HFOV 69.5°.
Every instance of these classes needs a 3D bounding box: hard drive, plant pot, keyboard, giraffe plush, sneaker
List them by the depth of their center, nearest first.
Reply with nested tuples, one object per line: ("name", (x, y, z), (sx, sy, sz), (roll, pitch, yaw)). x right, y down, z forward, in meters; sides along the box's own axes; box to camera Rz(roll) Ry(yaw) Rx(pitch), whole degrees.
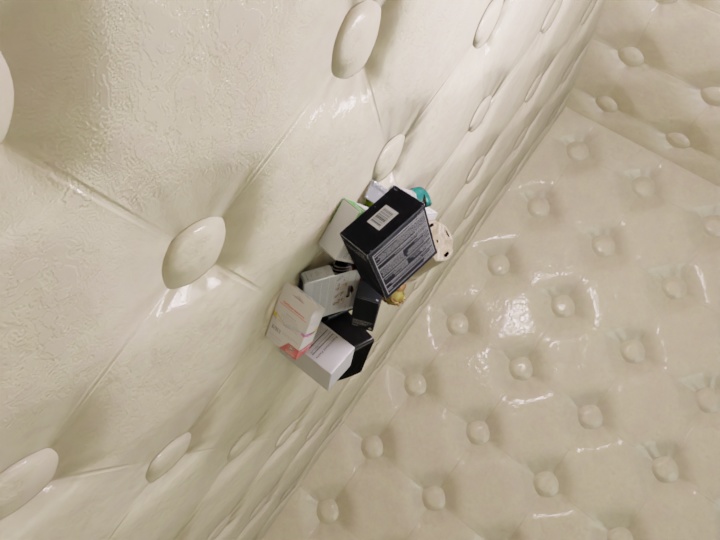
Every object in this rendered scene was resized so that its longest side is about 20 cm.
("keyboard", (0.098, -0.188, 1.490), (0.199, 0.011, 0.057), (27, 88, -30))
("sneaker", (-0.051, 0.023, 1.610), (0.116, 0.075, 0.200), (-54, 161, 0))
("hard drive", (-0.048, 0.119, 1.675), (0.199, 0.033, 0.139), (-21, 175, -28))
("plant pot", (0.195, -0.072, 1.691), (0.183, 0.201, 0.200), (-22, -164, 51))
("plant pot", (-0.101, 0.263, 1.753), (0.177, 0.200, 0.200), (-28, 150, -37))
("sneaker", (0.187, -0.216, 1.825), (0.120, 0.084, 0.201), (-31, 151, -34))
("giraffe plush", (0.101, 0.058, 1.951), (0.172, 0.162, 0.201), (-40, 158, -42))

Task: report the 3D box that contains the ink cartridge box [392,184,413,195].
("ink cartridge box", (0.099, -0.151, 1.598), (0.116, 0.066, 0.201), (-84, -168, -71))

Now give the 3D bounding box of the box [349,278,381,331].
("box", (0.034, 0.055, 1.544), (0.142, 0.078, 0.201), (104, 3, -49))

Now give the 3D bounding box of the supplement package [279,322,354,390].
("supplement package", (-0.134, 0.242, 1.580), (0.120, 0.199, 0.122), (-44, 161, -32))

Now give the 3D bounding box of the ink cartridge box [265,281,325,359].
("ink cartridge box", (-0.171, 0.125, 1.396), (0.067, 0.116, 0.201), (-31, 152, -52))

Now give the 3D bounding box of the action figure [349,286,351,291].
("action figure", (0.044, 0.026, 1.758), (0.192, 0.105, 0.200), (-20, 161, -14))

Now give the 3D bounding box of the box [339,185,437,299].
("box", (0.077, -0.070, 1.344), (0.200, 0.123, 0.199), (-41, 141, -13))

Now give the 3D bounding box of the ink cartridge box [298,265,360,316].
("ink cartridge box", (-0.093, 0.060, 1.490), (0.172, 0.044, 0.201), (-16, 146, -22))

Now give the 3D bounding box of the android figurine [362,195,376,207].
("android figurine", (0.010, -0.140, 1.536), (0.182, 0.041, 0.201), (-47, 160, -27))

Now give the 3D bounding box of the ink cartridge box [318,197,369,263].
("ink cartridge box", (0.004, -0.096, 1.421), (0.199, 0.084, 0.147), (11, 114, -51))

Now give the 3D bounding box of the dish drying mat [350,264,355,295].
("dish drying mat", (0.000, 0.000, 1.640), (0.077, 0.018, 0.201), (-31, 144, -30))

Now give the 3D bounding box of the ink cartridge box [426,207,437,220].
("ink cartridge box", (0.194, -0.149, 1.957), (0.201, 0.085, 0.145), (-59, 163, 19))
